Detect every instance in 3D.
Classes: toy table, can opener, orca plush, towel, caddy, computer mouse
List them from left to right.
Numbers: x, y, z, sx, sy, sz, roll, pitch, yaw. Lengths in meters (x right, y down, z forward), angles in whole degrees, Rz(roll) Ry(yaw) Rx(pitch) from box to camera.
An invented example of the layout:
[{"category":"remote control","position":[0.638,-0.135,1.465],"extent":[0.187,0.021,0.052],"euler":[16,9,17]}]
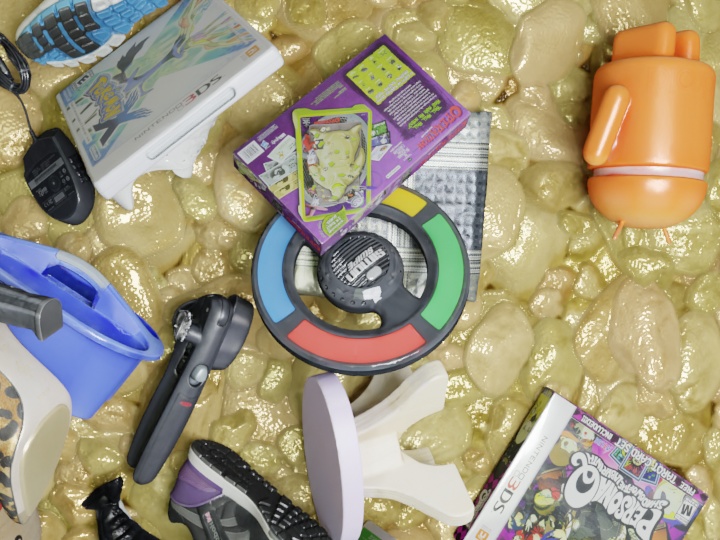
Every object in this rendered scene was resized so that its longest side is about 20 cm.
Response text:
[{"category":"computer mouse","position":[-0.306,-0.136,0.809],"extent":[0.058,0.034,0.203],"euler":[-25,89,26]},{"category":"caddy","position":[-0.271,0.038,0.760],"extent":[0.198,0.141,0.106],"euler":[34,92,-6]},{"category":"orca plush","position":[-0.191,0.291,0.809],"extent":[0.104,0.071,0.203],"euler":[-24,94,-4]},{"category":"can opener","position":[-0.168,0.112,0.805],"extent":[0.078,0.063,0.202],"euler":[26,93,-26]},{"category":"toy table","position":[0.017,0.162,0.784],"extent":[0.115,0.201,0.186],"euler":[-12,59,-15]},{"category":"towel","position":[0.027,-0.068,0.844],"extent":[0.196,0.035,0.197],"euler":[3,94,-8]}]

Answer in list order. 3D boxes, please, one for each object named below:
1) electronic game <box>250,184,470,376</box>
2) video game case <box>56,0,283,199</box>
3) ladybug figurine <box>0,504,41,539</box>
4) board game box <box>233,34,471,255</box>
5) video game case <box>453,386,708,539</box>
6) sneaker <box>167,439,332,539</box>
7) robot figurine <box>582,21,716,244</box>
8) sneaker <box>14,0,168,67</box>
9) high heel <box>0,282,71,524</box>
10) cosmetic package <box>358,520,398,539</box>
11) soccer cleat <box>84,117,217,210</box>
[{"category":"electronic game","position":[0.000,0.000,0.762],"extent":[0.196,0.042,0.203],"euler":[0,58,0]},{"category":"video game case","position":[-0.175,-0.166,0.747],"extent":[0.181,0.200,0.022],"euler":[-38,131,-3]},{"category":"ladybug figurine","position":[-0.396,0.228,0.788],"extent":[0.197,0.072,0.138],"euler":[25,90,-5]},{"category":"board game box","position":[-0.006,-0.121,0.786],"extent":[0.120,0.032,0.200],"euler":[43,69,15]},{"category":"video game case","position":[0.223,0.249,0.864],"extent":[0.198,0.036,0.183],"euler":[34,90,-5]},{"category":"sneaker","position":[-0.102,0.250,0.789],"extent":[0.199,0.075,0.089],"euler":[34,98,33]},{"category":"robot figurine","position":[0.276,-0.129,0.818],"extent":[0.114,0.144,0.204],"euler":[4,92,17]},{"category":"sneaker","position":[-0.239,-0.270,0.799],"extent":[0.198,0.075,0.087],"euler":[-32,68,0]},{"category":"high heel","position":[-0.305,0.096,0.678],"extent":[0.140,0.071,0.204],"euler":[14,107,15]},{"category":"cosmetic package","position":[-0.020,0.344,0.791],"extent":[0.200,0.107,0.085],"euler":[-44,97,-16]},{"category":"soccer cleat","position":[-0.167,-0.136,0.806],"extent":[0.198,0.069,0.086],"euler":[-35,106,-2]}]
